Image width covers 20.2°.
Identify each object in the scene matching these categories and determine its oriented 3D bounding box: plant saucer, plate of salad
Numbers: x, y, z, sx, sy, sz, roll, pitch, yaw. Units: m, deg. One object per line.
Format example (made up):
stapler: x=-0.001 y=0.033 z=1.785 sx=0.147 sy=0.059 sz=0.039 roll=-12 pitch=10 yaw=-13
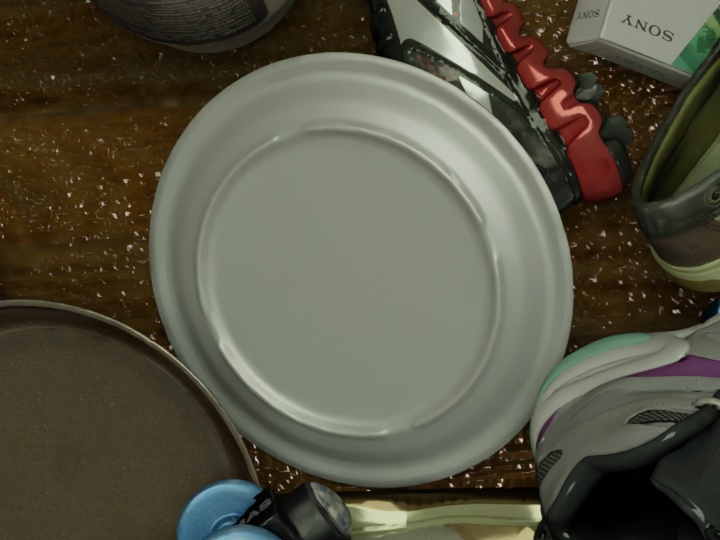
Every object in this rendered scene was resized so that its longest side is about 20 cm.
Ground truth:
plant saucer: x=-0.133 y=0.104 z=0.892 sx=0.199 sy=0.032 sz=0.201 roll=4 pitch=109 yaw=13
plate of salad: x=0.000 y=0.000 z=0.900 sx=0.199 sy=0.048 sz=0.201 roll=6 pitch=108 yaw=18

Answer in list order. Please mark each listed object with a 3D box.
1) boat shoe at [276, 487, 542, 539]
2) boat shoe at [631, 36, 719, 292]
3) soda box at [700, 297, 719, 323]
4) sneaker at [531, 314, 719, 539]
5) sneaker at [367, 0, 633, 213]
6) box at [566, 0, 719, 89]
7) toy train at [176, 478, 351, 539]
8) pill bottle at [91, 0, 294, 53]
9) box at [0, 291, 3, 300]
boat shoe: x=0.044 y=0.131 z=0.892 sx=0.199 sy=0.074 sz=0.067 roll=-2 pitch=87 yaw=14
boat shoe: x=0.181 y=-0.085 z=0.839 sx=0.072 sy=0.066 sz=0.201 roll=30 pitch=81 yaw=38
soda box: x=0.248 y=0.059 z=0.887 sx=0.199 sy=0.064 sz=0.068 roll=8 pitch=85 yaw=4
sneaker: x=0.154 y=0.061 z=0.770 sx=0.200 sy=0.140 sz=0.078 roll=-30 pitch=109 yaw=22
sneaker: x=0.033 y=-0.099 z=0.913 sx=0.098 sy=0.071 sz=0.201 roll=-35 pitch=84 yaw=-3
box: x=0.186 y=-0.171 z=0.902 sx=0.144 sy=0.036 sz=0.201 roll=18 pitch=87 yaw=-20
toy train: x=-0.069 y=0.174 z=0.823 sx=0.200 sy=0.087 sz=0.114 roll=-40 pitch=103 yaw=3
pill bottle: x=-0.078 y=-0.159 z=0.862 sx=0.113 sy=0.200 sz=0.114 roll=0 pitch=84 yaw=3
box: x=-0.270 y=0.015 z=0.937 sx=0.199 sy=0.039 sz=0.137 roll=-18 pitch=83 yaw=2
